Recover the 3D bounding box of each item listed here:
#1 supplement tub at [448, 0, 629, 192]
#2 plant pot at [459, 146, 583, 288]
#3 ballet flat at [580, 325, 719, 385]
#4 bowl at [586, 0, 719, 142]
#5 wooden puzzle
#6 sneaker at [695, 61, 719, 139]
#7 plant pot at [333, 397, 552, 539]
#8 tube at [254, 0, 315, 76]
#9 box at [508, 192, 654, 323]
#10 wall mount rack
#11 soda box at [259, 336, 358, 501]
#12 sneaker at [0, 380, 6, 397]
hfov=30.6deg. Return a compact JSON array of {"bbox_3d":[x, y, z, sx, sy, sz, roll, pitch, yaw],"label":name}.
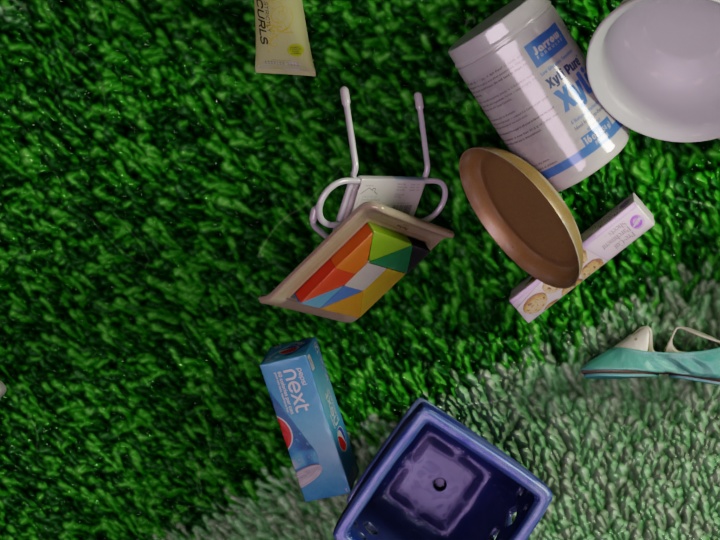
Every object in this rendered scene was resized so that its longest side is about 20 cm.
[{"bbox_3d":[0.204,-0.201,1.496,0.131,0.132,0.201,-31,102,19],"label":"supplement tub"},{"bbox_3d":[0.191,-0.067,1.533,0.027,0.200,0.201,-38,100,-15],"label":"plant pot"},{"bbox_3d":[0.370,0.102,1.613,0.197,0.067,0.071,2,85,10],"label":"ballet flat"},{"bbox_3d":[0.348,-0.241,1.415,0.199,0.091,0.202,13,141,10],"label":"bowl"},{"bbox_3d":[0.000,0.000,1.589,0.200,0.184,0.037,-39,62,22],"label":"wooden puzzle"},{"bbox_3d":[0.421,-0.235,1.474,0.098,0.078,0.202,5,109,13],"label":"sneaker"},{"bbox_3d":[0.098,0.284,1.644,0.199,0.180,0.201,34,94,-3],"label":"plant pot"},{"bbox_3d":[-0.095,-0.312,1.541,0.058,0.052,0.201,40,148,35],"label":"tube"},{"bbox_3d":[0.266,-0.014,1.598,0.200,0.039,0.041,-40,98,21],"label":"box"},{"bbox_3d":[0.019,-0.120,1.561,0.074,0.198,0.175,40,122,41],"label":"wall mount rack"},{"bbox_3d":[-0.065,0.195,1.723,0.067,0.064,0.202,-13,105,15],"label":"soda box"},{"bbox_3d":[-0.582,0.182,1.816,0.198,0.077,0.083,-24,97,17],"label":"sneaker"}]
